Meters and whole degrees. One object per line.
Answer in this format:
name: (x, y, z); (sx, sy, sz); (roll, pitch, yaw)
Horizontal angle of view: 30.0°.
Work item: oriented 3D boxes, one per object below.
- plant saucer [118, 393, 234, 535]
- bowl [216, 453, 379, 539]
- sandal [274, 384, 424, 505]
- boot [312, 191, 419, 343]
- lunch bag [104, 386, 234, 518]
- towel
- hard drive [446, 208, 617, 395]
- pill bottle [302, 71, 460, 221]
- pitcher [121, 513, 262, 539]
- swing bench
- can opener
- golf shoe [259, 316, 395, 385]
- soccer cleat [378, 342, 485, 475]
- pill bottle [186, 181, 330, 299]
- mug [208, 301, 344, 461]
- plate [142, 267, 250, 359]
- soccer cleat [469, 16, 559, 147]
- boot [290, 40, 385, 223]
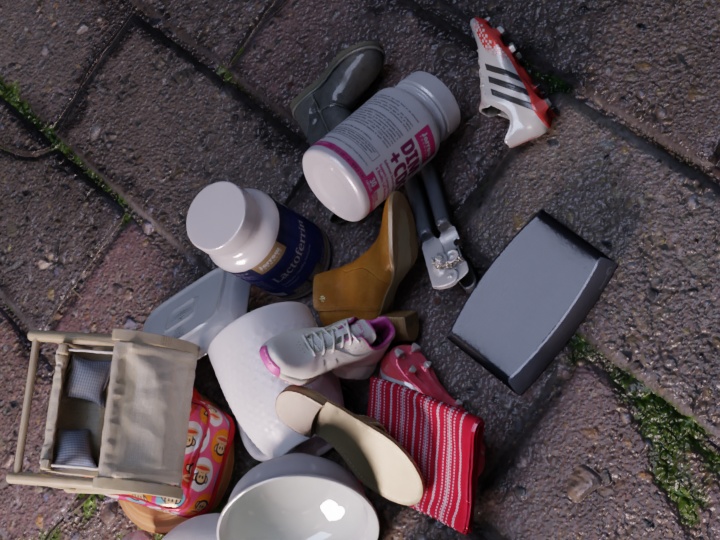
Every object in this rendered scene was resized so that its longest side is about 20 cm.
plant saucer: (-0.264, 0.263, 1.863); (0.199, 0.032, 0.202); (-11, 68, 28)
bowl: (-0.078, 0.291, 1.660); (0.201, 0.201, 0.091); (-32, 35, 18)
sandal: (0.000, 0.196, 1.634); (0.211, 0.070, 0.078); (33, 121, 8)
boot: (0.000, 0.000, 1.740); (0.143, 0.071, 0.203); (0, 97, 32)
lunch bag: (-0.270, 0.230, 1.809); (0.199, 0.082, 0.177); (8, 77, 34)
towel: (0.071, 0.220, 1.620); (0.199, 0.022, 0.146); (17, 105, 48)
hard drive: (0.204, 0.035, 1.637); (0.135, 0.042, 0.200); (38, 95, 23)
pill bottle: (0.031, -0.165, 1.741); (0.113, 0.114, 0.200); (30, 60, 35)
pitcher: (-0.213, 0.407, 1.740); (0.199, 0.121, 0.173); (-18, 84, 37)
swing bench: (-0.324, 0.183, 1.720); (0.199, 0.130, 0.200); (-3, 75, 27)
can opener: (0.101, -0.051, 1.737); (0.052, 0.066, 0.201); (-27, 52, 16)
golf shoe: (-0.038, 0.088, 1.644); (0.092, 0.199, 0.076); (-46, 63, 32)
soccer cleat: (0.087, 0.181, 1.665); (0.200, 0.066, 0.077); (57, 141, 25)
pill bottle: (-0.136, -0.041, 1.788); (0.115, 0.200, 0.116); (-11, 68, 28)
mug: (-0.109, 0.168, 1.747); (0.200, 0.147, 0.176); (-52, 56, 44)
plate: (-0.238, 0.070, 1.848); (0.199, 0.032, 0.200); (-32, 25, 16)
soccer cleat: (0.180, -0.248, 1.750); (0.085, 0.069, 0.201); (-35, 63, 12)
boot: (-0.008, -0.190, 1.842); (0.182, 0.072, 0.201); (-42, 49, 28)
